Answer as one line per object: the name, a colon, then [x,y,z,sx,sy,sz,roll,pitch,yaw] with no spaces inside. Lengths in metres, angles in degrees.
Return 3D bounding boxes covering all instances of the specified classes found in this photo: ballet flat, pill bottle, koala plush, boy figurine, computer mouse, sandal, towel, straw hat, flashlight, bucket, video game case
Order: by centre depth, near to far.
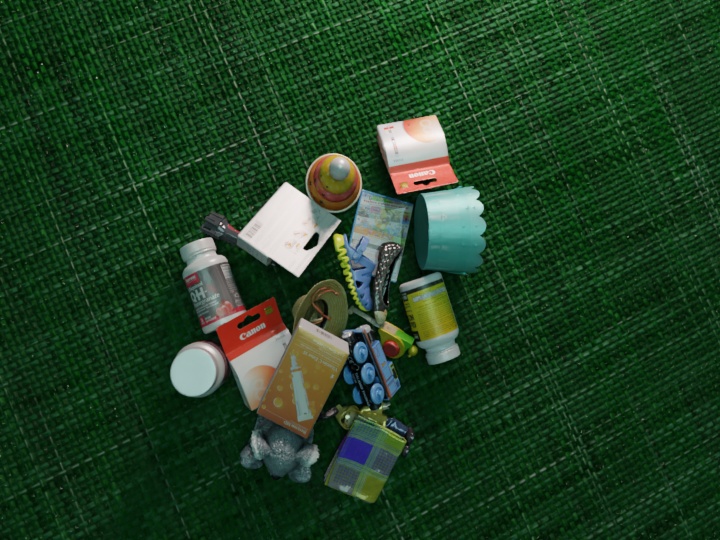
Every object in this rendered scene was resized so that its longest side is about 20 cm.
pill bottle: [-0.350,0.215,1.175,0.110,0.200,0.118,1,85,-7]
koala plush: [-0.175,0.385,1.183,0.172,0.200,0.189,16,83,-5]
pill bottle: [-0.347,0.034,1.235,0.108,0.111,0.205,-22,88,-8]
computer mouse: [-0.061,0.259,1.249,0.198,0.046,0.143,-33,100,-36]
towel: [0.010,0.452,1.255,0.141,0.023,0.204,25,106,-3]
straw hat: [-0.118,0.108,1.267,0.084,0.200,0.205,20,81,36]
bucket: [0.206,-0.094,1.271,0.130,0.207,0.214,-1,86,-5]
boy figurine: [0.032,0.370,1.279,0.196,0.064,0.127,26,89,-7]
sandal: [0.000,0.000,1.279,0.085,0.080,0.205,-18,105,-1]
flashlight: [-0.278,-0.081,1.279,0.196,0.068,0.069,26,88,0]
ballet flat: [0.063,0.028,1.282,0.055,0.066,0.206,5,79,18]
pill bottle: [0.173,0.116,1.290,0.109,0.112,0.206,-17,87,-8]
video game case: [0.045,-0.086,1.339,0.139,0.018,0.206,14,84,-5]

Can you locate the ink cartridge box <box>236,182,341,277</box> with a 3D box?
ink cartridge box: [-0.165,-0.091,1.252,0.171,0.044,0.202,34,58,3]

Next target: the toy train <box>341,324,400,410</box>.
toy train: [0.016,0.222,1.244,0.114,0.085,0.205,-36,109,-47]

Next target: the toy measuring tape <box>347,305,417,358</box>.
toy measuring tape: [0.049,0.160,1.302,0.196,0.074,0.075,28,83,9]

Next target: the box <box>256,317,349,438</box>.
box: [-0.121,0.227,1.137,0.122,0.098,0.204,26,94,-5]

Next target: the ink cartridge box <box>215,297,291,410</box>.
ink cartridge box: [-0.220,0.189,1.215,0.160,0.050,0.205,-28,113,-30]

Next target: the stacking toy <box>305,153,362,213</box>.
stacking toy: [-0.057,-0.225,1.245,0.141,0.200,0.151,1,85,-6]

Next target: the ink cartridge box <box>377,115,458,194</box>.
ink cartridge box: [0.136,-0.287,1.296,0.157,0.051,0.204,-11,53,-7]
